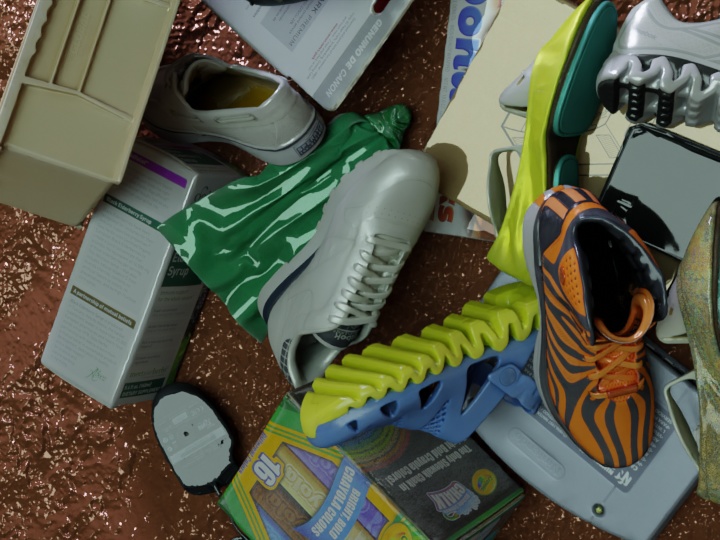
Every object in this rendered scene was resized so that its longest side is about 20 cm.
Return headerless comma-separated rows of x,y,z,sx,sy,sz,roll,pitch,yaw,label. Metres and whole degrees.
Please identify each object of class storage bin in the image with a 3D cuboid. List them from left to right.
-0.207,-0.147,1.204,0.093,0.200,0.199,19,76,-14,storage bin

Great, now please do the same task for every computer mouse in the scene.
-0.106,0.179,1.299,0.058,0.034,0.201,-27,86,7,computer mouse

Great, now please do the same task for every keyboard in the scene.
0.250,-0.006,1.099,0.199,0.021,0.128,25,100,11,keyboard

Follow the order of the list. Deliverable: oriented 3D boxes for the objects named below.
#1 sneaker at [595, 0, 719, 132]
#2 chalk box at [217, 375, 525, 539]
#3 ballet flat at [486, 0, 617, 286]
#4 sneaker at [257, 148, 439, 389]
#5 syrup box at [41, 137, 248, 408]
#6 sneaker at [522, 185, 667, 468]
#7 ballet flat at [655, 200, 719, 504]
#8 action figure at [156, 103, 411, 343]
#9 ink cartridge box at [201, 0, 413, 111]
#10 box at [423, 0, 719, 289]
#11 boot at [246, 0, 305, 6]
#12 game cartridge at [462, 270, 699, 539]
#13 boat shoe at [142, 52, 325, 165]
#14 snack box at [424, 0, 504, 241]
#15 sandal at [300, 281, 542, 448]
0.258,-0.123,1.067,0.199,0.075,0.081,18,70,7,sneaker
0.023,0.178,1.169,0.200,0.124,0.124,46,125,18,chalk box
0.122,-0.090,1.108,0.067,0.067,0.201,14,102,30,ballet flat
0.000,0.000,1.159,0.200,0.076,0.081,-55,33,33,sneaker
-0.169,-0.001,1.288,0.081,0.079,0.201,28,104,23,syrup box
0.156,0.049,1.052,0.077,0.112,0.201,-20,107,-6,sneaker
0.227,0.058,1.070,0.070,0.071,0.201,-10,93,26,ballet flat
-0.038,-0.054,1.224,0.200,0.055,0.118,-39,107,7,action figure
-0.009,-0.241,1.195,0.176,0.084,0.200,44,110,18,ink cartridge box
0.157,-0.088,1.140,0.200,0.021,0.164,31,104,12,box
-0.086,-0.216,1.109,0.199,0.075,0.097,-19,94,-11,boot
0.155,0.094,1.162,0.200,0.041,0.133,40,105,19,game cartridge
-0.113,-0.133,1.228,0.200,0.070,0.071,23,67,44,boat shoe
0.093,-0.123,1.184,0.072,0.024,0.201,9,97,22,snack box
0.055,0.081,1.111,0.199,0.079,0.087,-21,107,-16,sandal
